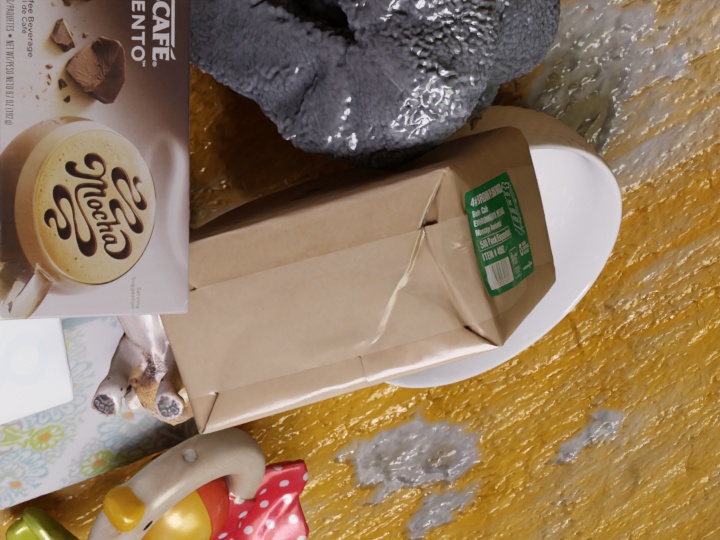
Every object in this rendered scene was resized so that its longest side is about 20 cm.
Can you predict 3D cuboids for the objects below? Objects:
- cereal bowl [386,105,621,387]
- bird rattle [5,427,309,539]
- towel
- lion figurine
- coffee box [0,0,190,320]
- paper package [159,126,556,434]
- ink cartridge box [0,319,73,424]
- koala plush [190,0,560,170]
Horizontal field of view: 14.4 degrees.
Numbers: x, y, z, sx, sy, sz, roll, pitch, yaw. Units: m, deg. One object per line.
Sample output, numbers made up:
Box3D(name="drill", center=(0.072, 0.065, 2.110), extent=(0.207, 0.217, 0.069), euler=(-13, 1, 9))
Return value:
Box3D(name="cereal bowl", center=(0.058, -0.026, 1.761), extent=(0.200, 0.083, 0.200), euler=(-22, 143, -18))
Box3D(name="bird rattle", center=(-0.109, 0.159, 1.779), extent=(0.200, 0.113, 0.163), euler=(-21, 155, -25))
Box3D(name="towel", center=(-0.186, 0.065, 1.699), extent=(0.200, 0.048, 0.171), euler=(-18, 143, -22))
Box3D(name="lion figurine", center=(-0.125, 0.007, 1.588), extent=(0.072, 0.123, 0.201), euler=(-4, 117, 14))
Box3D(name="coffee box", center=(-0.152, -0.078, 1.443), extent=(0.113, 0.080, 0.201), euler=(-1, 94, -34))
Box3D(name="paper package", center=(0.000, 0.000, 1.568), extent=(0.190, 0.104, 0.200), euler=(-17, -175, 16))
Box3D(name="ink cartridge box", center=(-0.263, 0.024, 1.543), extent=(0.200, 0.047, 0.161), euler=(-19, 120, -23))
Box3D(name="koala plush", center=(0.040, -0.143, 1.559), extent=(0.200, 0.184, 0.178), euler=(-7, 137, -51))
